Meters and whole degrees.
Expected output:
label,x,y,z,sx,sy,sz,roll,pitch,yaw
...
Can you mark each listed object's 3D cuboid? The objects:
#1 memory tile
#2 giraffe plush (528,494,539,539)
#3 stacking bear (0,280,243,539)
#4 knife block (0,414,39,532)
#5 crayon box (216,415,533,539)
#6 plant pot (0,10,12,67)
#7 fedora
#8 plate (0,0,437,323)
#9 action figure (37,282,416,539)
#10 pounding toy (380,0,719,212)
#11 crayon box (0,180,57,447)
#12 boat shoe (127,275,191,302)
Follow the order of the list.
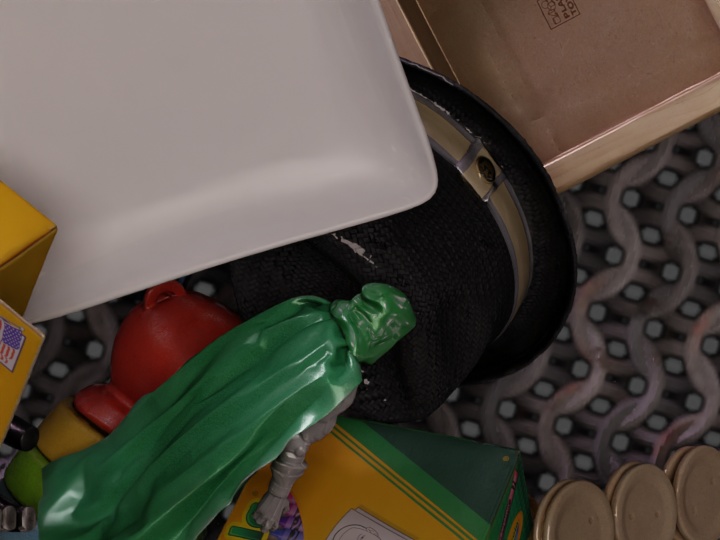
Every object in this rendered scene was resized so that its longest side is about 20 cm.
label,x,y,z,sx,sy,sz,roll,pitch,yaw
memory tile,0.152,0.164,0.862,0.017,0.200,0.154,-3,93,45
giraffe plush,0.028,0.175,0.866,0.173,0.200,0.162,42,64,-22
stacking bear,-0.116,0.103,0.877,0.121,0.114,0.200,27,94,-29
knife block,-0.241,0.072,0.856,0.175,0.200,0.064,18,91,-15
crayon box,-0.013,0.160,0.767,0.119,0.058,0.200,9,49,22
plant pot,-0.210,-0.078,0.845,0.200,0.200,0.179,27,107,0
fedora,0.000,0.000,0.812,0.200,0.092,0.201,12,132,14
plate,-0.089,-0.094,0.718,0.200,0.032,0.200,-17,111,7
action figure,-0.056,0.072,0.762,0.200,0.118,0.055,-40,130,16
pounding toy,0.131,-0.129,0.868,0.200,0.142,0.184,-27,91,18
crayon box,-0.206,-0.007,0.732,0.200,0.052,0.126,38,133,9
boat shoe,-0.061,-0.068,0.900,0.069,0.084,0.200,37,108,-8
